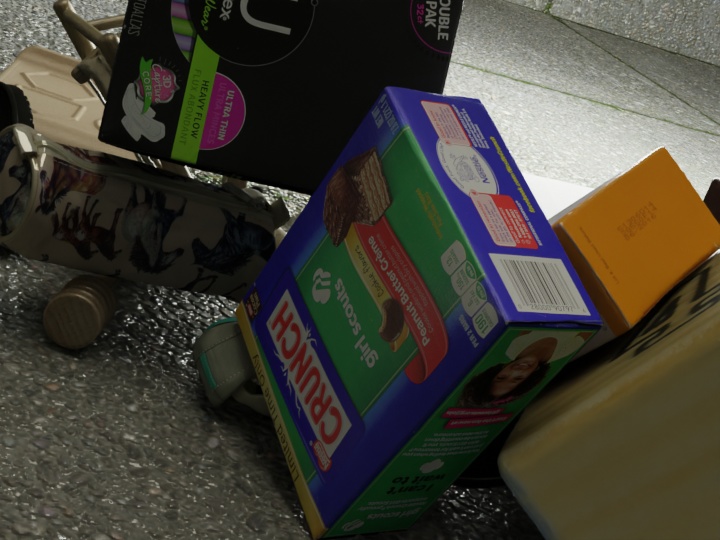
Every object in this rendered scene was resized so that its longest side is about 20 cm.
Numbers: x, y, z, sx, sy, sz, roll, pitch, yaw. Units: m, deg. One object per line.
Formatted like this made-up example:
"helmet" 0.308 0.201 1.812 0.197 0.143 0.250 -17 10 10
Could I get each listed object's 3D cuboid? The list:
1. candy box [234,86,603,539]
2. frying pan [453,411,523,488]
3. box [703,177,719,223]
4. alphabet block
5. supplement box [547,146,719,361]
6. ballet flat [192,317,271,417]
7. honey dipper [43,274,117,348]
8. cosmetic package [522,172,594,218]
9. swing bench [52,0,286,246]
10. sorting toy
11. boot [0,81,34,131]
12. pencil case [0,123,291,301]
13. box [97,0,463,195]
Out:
"candy box" 0.021 0.027 0.807 0.077 0.200 0.169 4 47 -35
"frying pan" 0.110 0.091 0.951 0.190 0.031 0.115 -24 34 -29
"box" 0.390 0.042 1.261 0.164 0.166 0.200 11 22 -23
"alphabet block" 0.222 0.099 0.788 0.195 0.200 0.196 53 22 -3
"supplement box" 0.107 0.018 0.874 0.126 0.200 0.074 -34 89 -43
"ballet flat" -0.018 0.073 0.948 0.200 0.067 0.064 6 51 -34
"honey dipper" -0.173 0.006 0.992 0.038 0.038 0.200 20 16 -1
"cosmetic package" 0.107 -0.032 1.100 0.200 0.052 0.151 12 22 -9
"swing bench" -0.138 -0.107 1.091 0.130 0.200 0.199 -14 22 -16
"sorting toy" -0.247 -0.138 1.311 0.185 0.037 0.200 18 24 -7
"boot" -0.321 -0.095 1.039 0.158 0.080 0.211 11 22 -25
"pencil case" -0.148 -0.038 0.935 0.200 0.089 0.078 14 33 -36
"box" -0.053 -0.129 0.914 0.200 0.149 0.124 13 3 -10
